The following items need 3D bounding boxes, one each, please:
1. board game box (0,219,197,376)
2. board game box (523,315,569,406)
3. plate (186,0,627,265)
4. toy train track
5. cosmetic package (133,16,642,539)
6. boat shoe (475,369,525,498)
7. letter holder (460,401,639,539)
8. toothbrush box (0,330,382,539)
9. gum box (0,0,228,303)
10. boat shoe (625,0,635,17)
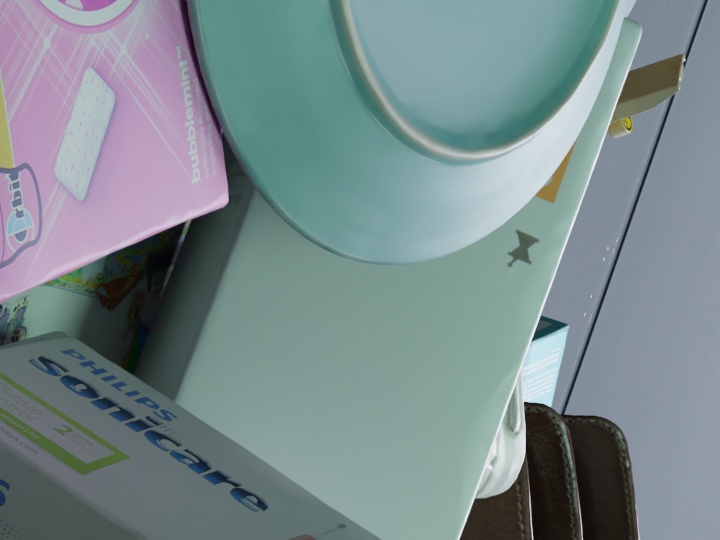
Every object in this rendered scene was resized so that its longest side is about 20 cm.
[{"bbox_3d":[-0.106,-0.014,0.754,0.200,0.034,0.135,-13,118,-63],"label":"board game box"},{"bbox_3d":[0.020,0.122,1.114,0.151,0.047,0.201,-16,121,-63],"label":"board game box"},{"bbox_3d":[0.028,-0.098,0.710,0.200,0.026,0.201,-16,112,-47],"label":"plate"},{"bbox_3d":[0.089,-0.076,1.070,0.033,0.114,0.200,58,30,-29],"label":"toy train track"},{"bbox_3d":[0.000,0.000,0.807,0.201,0.101,0.071,-70,-165,-6],"label":"cosmetic package"},{"bbox_3d":[0.026,-0.016,0.915,0.070,0.071,0.201,14,61,-40],"label":"boat shoe"},{"bbox_3d":[0.041,0.146,0.955,0.101,0.142,0.201,115,-23,-81],"label":"letter holder"},{"bbox_3d":[-0.085,0.141,0.722,0.086,0.145,0.200,-13,132,-64],"label":"toothbrush box"},{"bbox_3d":[-0.097,-0.100,0.619,0.113,0.066,0.201,-27,114,-59],"label":"gum box"},{"bbox_3d":[0.077,-0.174,0.998,0.068,0.073,0.200,-32,137,-56],"label":"boat shoe"}]
